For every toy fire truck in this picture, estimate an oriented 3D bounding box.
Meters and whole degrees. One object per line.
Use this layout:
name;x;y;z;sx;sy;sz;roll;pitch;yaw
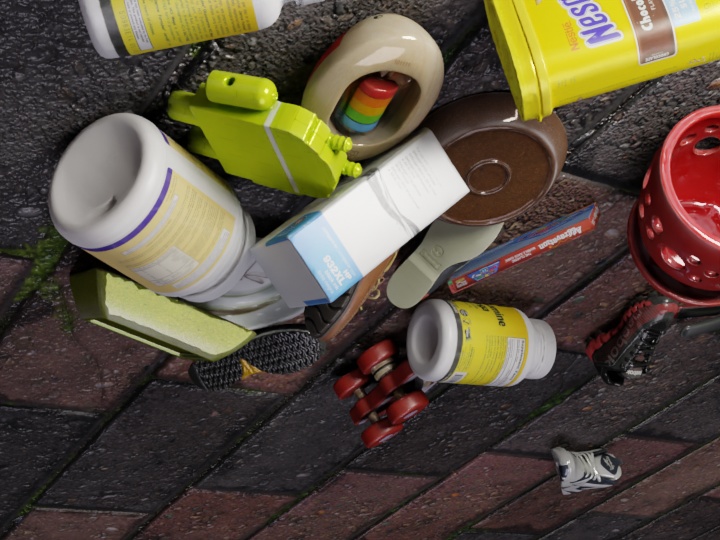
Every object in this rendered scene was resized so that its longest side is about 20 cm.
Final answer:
toy fire truck;0.067;0.170;1.799;0.167;0.113;0.200;-19;160;-39

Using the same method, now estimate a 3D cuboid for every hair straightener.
hair straightener;0.587;0.086;1.847;0.197;0.078;0.041;-3;147;-15

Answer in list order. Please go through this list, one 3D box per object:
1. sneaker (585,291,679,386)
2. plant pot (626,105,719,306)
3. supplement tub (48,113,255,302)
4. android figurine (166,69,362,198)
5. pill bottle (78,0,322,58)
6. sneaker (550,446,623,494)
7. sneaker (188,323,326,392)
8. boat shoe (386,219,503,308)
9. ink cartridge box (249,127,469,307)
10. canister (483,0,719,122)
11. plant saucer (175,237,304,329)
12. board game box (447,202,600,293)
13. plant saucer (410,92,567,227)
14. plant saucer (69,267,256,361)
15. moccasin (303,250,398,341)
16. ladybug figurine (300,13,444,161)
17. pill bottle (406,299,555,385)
sneaker;0.423;0.110;1.811;0.070;0.099;0.201;8;143;-27
plant pot;0.427;-0.070;1.422;0.198;0.203;0.183;-7;158;-8
supplement tub;-0.214;-0.059;1.254;0.144;0.147;0.200;-23;147;19
android figurine;-0.094;-0.131;1.191;0.198;0.041;0.182;14;156;22
pill bottle;-0.133;-0.251;0.994;0.197;0.114;0.113;-11;150;-1
sneaker;0.440;0.374;2.278;0.128;0.080;0.200;-17;150;6
sneaker;-0.138;0.097;1.607;0.198;0.090;0.070;-17;122;16
boat shoe;0.111;-0.030;1.502;0.200;0.071;0.063;-46;175;25
ink cartridge box;-0.003;-0.053;1.262;0.199;0.084;0.145;-38;-171;-19
canister;0.228;-0.237;1.114;0.198;0.150;0.087;-16;150;3
plant saucer;-0.142;0.007;1.486;0.198;0.051;0.201;-9;150;-5
board game box;0.210;-0.030;1.520;0.198;0.020;0.103;-25;-173;20
plant saucer;0.143;-0.116;1.360;0.198;0.035;0.201;-4;139;-4
plant saucer;-0.245;0.060;1.401;0.198;0.048;0.200;24;168;-20
moccasin;-0.001;-0.001;1.456;0.077;0.073;0.203;14;107;-53
ladybug figurine;0.006;-0.185;1.193;0.134;0.073;0.200;6;145;-27
pill bottle;0.174;0.105;1.684;0.198;0.114;0.113;7;145;-29
